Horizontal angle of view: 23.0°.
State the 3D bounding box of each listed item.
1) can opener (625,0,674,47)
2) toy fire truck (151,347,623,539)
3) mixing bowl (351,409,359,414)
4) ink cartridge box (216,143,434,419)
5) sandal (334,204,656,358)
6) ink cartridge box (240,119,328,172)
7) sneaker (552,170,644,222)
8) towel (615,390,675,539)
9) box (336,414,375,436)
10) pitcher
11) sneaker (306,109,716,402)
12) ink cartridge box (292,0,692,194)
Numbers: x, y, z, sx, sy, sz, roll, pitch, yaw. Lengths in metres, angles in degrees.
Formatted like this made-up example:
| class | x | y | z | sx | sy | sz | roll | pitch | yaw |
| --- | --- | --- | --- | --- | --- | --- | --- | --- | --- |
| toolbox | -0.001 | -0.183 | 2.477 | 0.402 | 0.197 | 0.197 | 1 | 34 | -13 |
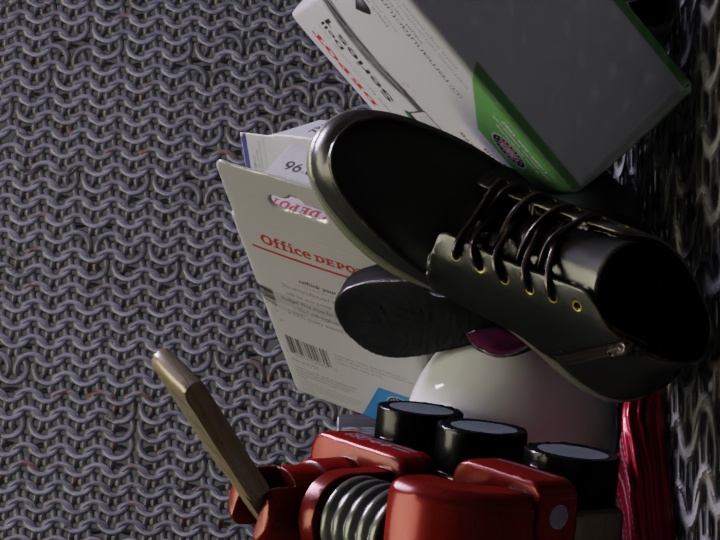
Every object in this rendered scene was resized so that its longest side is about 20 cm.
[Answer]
| class | x | y | z | sx | sy | sz | roll | pitch | yaw |
| --- | --- | --- | --- | --- | --- | --- | --- | --- | --- |
| can opener | 0.130 | -0.201 | 0.913 | 0.066 | 0.053 | 0.200 | 92 | 180 | -55 |
| toy fire truck | 0.003 | 0.107 | 0.842 | 0.176 | 0.200 | 0.129 | 12 | 98 | 51 |
| mixing bowl | 0.067 | 0.047 | 1.225 | 0.108 | 0.200 | 0.200 | -54 | -15 | -24 |
| ink cartridge box | 0.000 | 0.000 | 1.045 | 0.068 | 0.116 | 0.200 | -52 | -36 | -31 |
| sandal | 0.069 | 0.020 | 0.921 | 0.075 | 0.200 | 0.048 | 49 | -136 | -26 |
| ink cartridge box | 0.015 | -0.041 | 1.128 | 0.039 | 0.200 | 0.099 | -34 | -55 | -45 |
| sneaker | 0.115 | -0.041 | 0.988 | 0.200 | 0.070 | 0.082 | 109 | 161 | -82 |
| towel | 0.133 | 0.166 | 0.899 | 0.200 | 0.022 | 0.145 | 92 | 180 | -54 |
| box | 0.060 | 0.189 | 1.170 | 0.049 | 0.161 | 0.200 | -89 | 0 | -56 |
| pitcher | 0.091 | 0.135 | 1.024 | 0.172 | 0.121 | 0.200 | 4 | -78 | -50 |
| sneaker | 0.069 | -0.019 | 0.791 | 0.075 | 0.200 | 0.106 | -57 | 0 | -13 |
| ink cartridge box | 0.057 | -0.113 | 0.892 | 0.146 | 0.084 | 0.200 | 49 | 170 | -9 |
